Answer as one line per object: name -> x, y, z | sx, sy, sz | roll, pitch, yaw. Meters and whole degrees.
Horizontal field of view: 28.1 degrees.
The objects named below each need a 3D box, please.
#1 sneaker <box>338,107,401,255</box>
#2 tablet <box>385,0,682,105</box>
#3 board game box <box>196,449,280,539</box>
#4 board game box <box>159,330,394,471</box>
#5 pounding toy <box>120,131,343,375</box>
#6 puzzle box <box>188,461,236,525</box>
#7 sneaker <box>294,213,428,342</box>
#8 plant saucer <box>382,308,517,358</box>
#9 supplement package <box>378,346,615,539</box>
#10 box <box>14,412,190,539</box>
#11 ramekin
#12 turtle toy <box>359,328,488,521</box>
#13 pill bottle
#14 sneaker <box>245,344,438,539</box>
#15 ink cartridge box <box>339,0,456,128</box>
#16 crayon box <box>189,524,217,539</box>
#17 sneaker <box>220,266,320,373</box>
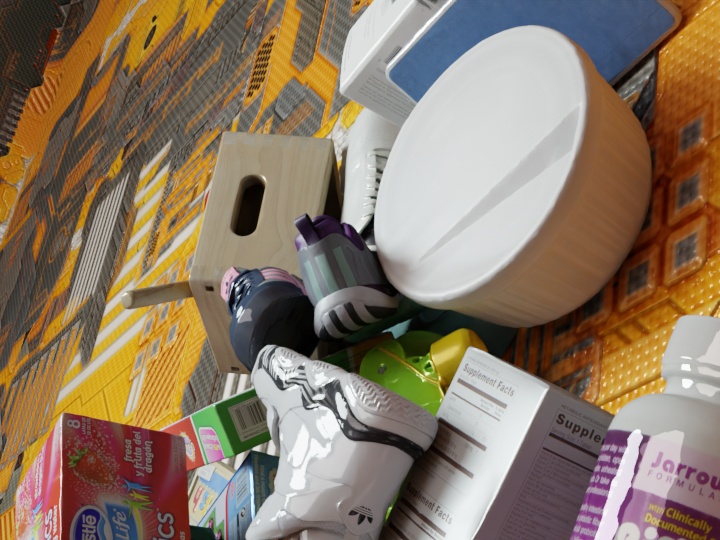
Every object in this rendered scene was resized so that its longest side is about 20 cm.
sneaker -> 0.018, -0.055, 1.218 | 0.081, 0.075, 0.202 | 128, 150, -75
tablet -> 0.120, -0.163, 1.042 | 0.200, 0.130, 0.014 | -42, 13, 39
board game box -> -0.105, 0.253, 1.063 | 0.200, 0.036, 0.152 | -53, 31, 38
board game box -> -0.066, 0.108, 1.139 | 0.041, 0.152, 0.200 | 67, 158, 4
pounding toy -> -0.100, -0.002, 1.253 | 0.185, 0.140, 0.202 | 81, -164, -56
puzzle box -> -0.132, 0.253, 1.324 | 0.200, 0.025, 0.134 | 8, 75, 67
sneaker -> 0.000, 0.000, 1.037 | 0.074, 0.088, 0.200 | -23, -6, 6
plant saucer -> 0.070, 0.016, 1.110 | 0.200, 0.027, 0.201 | -49, 27, 35
supplement package -> 0.083, 0.163, 0.814 | 0.202, 0.113, 0.109 | -64, 21, -1
box -> -0.171, 0.208, 0.949 | 0.100, 0.095, 0.201 | -53, 34, 39
ramekin -> 0.107, -0.054, 0.973 | 0.202, 0.094, 0.204 | -34, 41, 36
turtle toy -> 0.041, 0.113, 0.965 | 0.145, 0.101, 0.201 | -29, 40, 19
pill bottle -> 0.158, 0.129, 0.682 | 0.112, 0.111, 0.202 | 0, 68, 66
sneaker -> -0.034, 0.116, 0.880 | 0.199, 0.075, 0.116 | 11, 74, 64
ink cartridge box -> 0.097, -0.192, 1.104 | 0.200, 0.145, 0.085 | -44, 27, 41
crayon box -> -0.117, 0.278, 0.972 | 0.128, 0.050, 0.200 | -67, 28, 16
sneaker -> -0.076, 0.030, 1.051 | 0.071, 0.082, 0.200 | -58, -9, 1
